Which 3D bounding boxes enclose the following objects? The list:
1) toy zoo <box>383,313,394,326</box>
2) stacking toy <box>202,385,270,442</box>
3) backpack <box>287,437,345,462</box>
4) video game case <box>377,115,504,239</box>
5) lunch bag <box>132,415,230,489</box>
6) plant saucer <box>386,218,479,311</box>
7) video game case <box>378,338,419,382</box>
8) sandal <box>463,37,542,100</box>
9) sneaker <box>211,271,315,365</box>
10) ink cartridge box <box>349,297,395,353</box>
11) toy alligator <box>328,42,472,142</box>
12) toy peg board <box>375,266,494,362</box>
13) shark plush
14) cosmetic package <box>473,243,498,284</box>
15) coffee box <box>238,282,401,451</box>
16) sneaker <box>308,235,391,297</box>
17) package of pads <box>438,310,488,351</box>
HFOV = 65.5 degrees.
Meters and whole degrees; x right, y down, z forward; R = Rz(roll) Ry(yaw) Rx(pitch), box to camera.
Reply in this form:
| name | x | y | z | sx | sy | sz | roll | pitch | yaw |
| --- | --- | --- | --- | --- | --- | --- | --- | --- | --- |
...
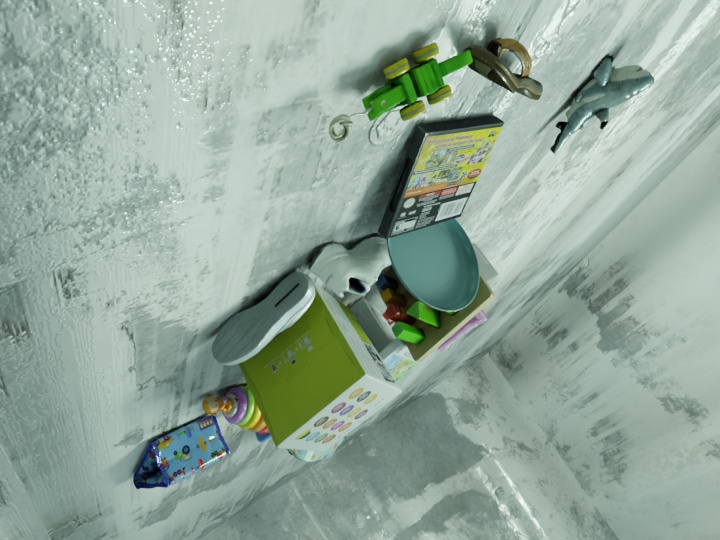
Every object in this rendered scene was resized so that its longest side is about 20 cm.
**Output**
| name | x | y | z | sx | sy | sz | roll | pitch | yaw |
| --- | --- | --- | --- | --- | --- | --- | --- | --- | --- |
| toy zoo | 0.068 | 0.146 | 1.477 | 0.200 | 0.021 | 0.130 | -45 | 159 | 19 |
| stacking toy | -0.247 | 0.281 | 1.161 | 0.109 | 0.118 | 0.198 | -37 | 147 | 21 |
| backpack | -0.138 | 0.420 | 1.512 | 0.156 | 0.175 | 0.198 | -58 | 154 | 12 |
| video game case | 0.127 | -0.147 | 0.878 | 0.196 | 0.025 | 0.184 | -19 | 141 | -41 |
| lunch bag | -0.396 | 0.405 | 1.204 | 0.148 | 0.096 | 0.199 | -17 | 165 | -44 |
| plant saucer | 0.118 | -0.024 | 0.939 | 0.197 | 0.205 | 0.027 | -18 | 168 | -40 |
| video game case | 0.041 | 0.224 | 1.179 | 0.199 | 0.022 | 0.181 | -42 | 153 | 9 |
| sandal | 0.193 | -0.263 | 0.717 | 0.197 | 0.081 | 0.056 | -7 | 130 | -52 |
| sneaker | -0.149 | 0.086 | 0.908 | 0.198 | 0.074 | 0.071 | -37 | 157 | -1 |
| ink cartridge box | -0.013 | 0.188 | 1.251 | 0.198 | 0.146 | 0.145 | -39 | 158 | 5 |
| toy alligator | 0.039 | -0.200 | 0.634 | 0.197 | 0.061 | 0.054 | -32 | -160 | -13 |
| toy peg board | 0.115 | 0.027 | 1.069 | 0.200 | 0.202 | 0.097 | -43 | 143 | 20 |
| shark plush | 0.424 | -0.295 | 1.016 | 0.199 | 0.084 | 0.090 | -42 | 159 | 13 |
| cosmetic package | 0.227 | 0.026 | 1.359 | 0.197 | 0.108 | 0.091 | -27 | 159 | -29 |
| coffee box | -0.077 | 0.184 | 1.025 | 0.198 | 0.202 | 0.198 | -38 | 152 | 7 |
| sneaker | 0.000 | 0.000 | 0.949 | 0.197 | 0.088 | 0.075 | -16 | 151 | -46 |
| package of pads | 0.163 | 0.054 | 1.175 | 0.120 | 0.203 | 0.075 | -40 | 165 | 25 |
